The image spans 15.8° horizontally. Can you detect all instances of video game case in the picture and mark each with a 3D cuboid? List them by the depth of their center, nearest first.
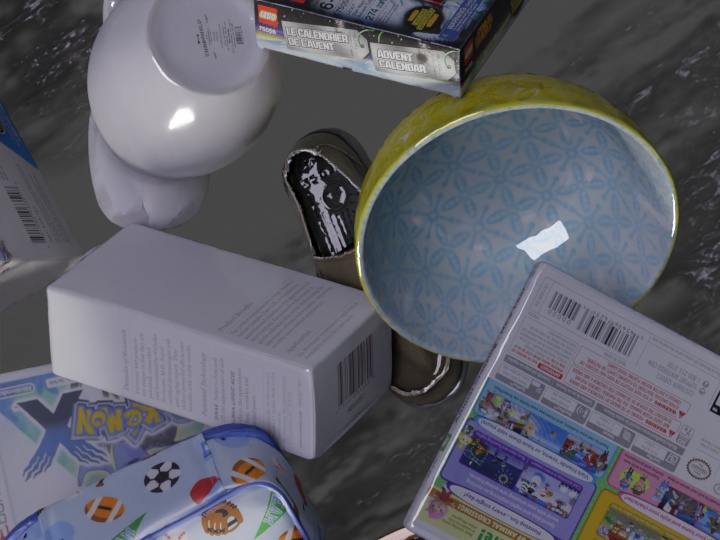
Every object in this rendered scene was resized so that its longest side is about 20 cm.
[{"bbox_3d":[0.154,0.120,1.578,0.200,0.022,0.182,28,86,-8],"label":"video game case"},{"bbox_3d":[-0.159,0.145,1.695,0.200,0.022,0.183,-11,86,-22],"label":"video game case"}]

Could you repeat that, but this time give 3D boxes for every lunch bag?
[{"bbox_3d":[-0.118,0.191,1.606,0.200,0.160,0.076,-25,44,3],"label":"lunch bag"}]

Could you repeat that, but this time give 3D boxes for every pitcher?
[{"bbox_3d":[-0.126,-0.135,1.664,0.121,0.200,0.172,-11,76,-20],"label":"pitcher"}]

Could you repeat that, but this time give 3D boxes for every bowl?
[{"bbox_3d":[0.088,-0.051,1.608,0.200,0.200,0.108,-37,35,17],"label":"bowl"}]

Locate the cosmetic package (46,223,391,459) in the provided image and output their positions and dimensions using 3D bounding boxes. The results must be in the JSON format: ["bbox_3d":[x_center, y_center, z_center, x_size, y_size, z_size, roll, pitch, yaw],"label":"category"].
[{"bbox_3d":[-0.090,0.043,1.651,0.200,0.102,0.074,16,124,27],"label":"cosmetic package"}]

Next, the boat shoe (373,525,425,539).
[{"bbox_3d":[0.058,0.185,1.652,0.200,0.070,0.070,-28,80,19],"label":"boat shoe"}]

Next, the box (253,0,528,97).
[{"bbox_3d":[0.039,-0.191,1.599,0.137,0.200,0.040,15,134,20],"label":"box"}]

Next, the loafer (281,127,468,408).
[{"bbox_3d":[0.000,0.000,1.673,0.075,0.070,0.200,-34,79,18],"label":"loafer"}]

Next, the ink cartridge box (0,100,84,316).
[{"bbox_3d":[-0.313,-0.033,1.722,0.145,0.200,0.147,-32,79,18],"label":"ink cartridge box"}]
